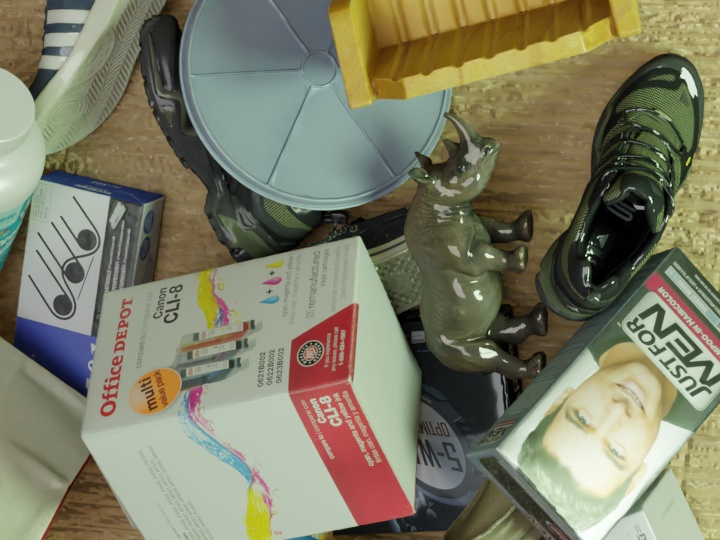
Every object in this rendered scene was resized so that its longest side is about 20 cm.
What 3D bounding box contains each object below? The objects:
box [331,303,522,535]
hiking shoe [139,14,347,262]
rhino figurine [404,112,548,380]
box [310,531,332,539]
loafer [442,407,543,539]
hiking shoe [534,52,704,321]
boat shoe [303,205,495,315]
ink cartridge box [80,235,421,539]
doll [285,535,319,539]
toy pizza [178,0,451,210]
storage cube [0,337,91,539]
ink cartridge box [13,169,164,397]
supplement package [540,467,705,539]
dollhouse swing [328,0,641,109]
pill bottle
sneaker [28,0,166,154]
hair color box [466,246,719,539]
[{"bbox_3d":[0.023,0.113,1.741,0.199,0.044,0.161,-4,100,19],"label":"box"},{"bbox_3d":[-0.088,-0.106,1.714,0.100,0.076,0.201,-27,101,3],"label":"hiking shoe"},{"bbox_3d":[0.075,-0.015,1.626,0.087,0.060,0.201,-4,114,16],"label":"rhino figurine"},{"bbox_3d":[-0.082,0.223,1.760,0.118,0.042,0.201,9,127,12],"label":"box"},{"bbox_3d":[0.121,0.132,1.661,0.067,0.076,0.200,47,73,-15],"label":"loafer"},{"bbox_3d":[0.193,-0.058,1.595,0.075,0.101,0.201,25,81,-12],"label":"hiking shoe"},{"bbox_3d":[0.000,0.000,1.699,0.199,0.062,0.075,-19,120,6],"label":"boat shoe"},{"bbox_3d":[-0.074,0.092,1.633,0.199,0.146,0.145,-13,132,15],"label":"ink cartridge box"},{"bbox_3d":[-0.044,0.240,1.707,0.199,0.049,0.137,-24,124,26],"label":"doll"},{"bbox_3d":[-0.032,-0.140,1.670,0.199,0.032,0.201,2,80,-14],"label":"toy pizza"},{"bbox_3d":[-0.318,0.162,1.750,0.200,0.171,0.180,35,130,-6],"label":"storage cube"},{"bbox_3d":[-0.213,0.032,1.798,0.094,0.044,0.201,13,105,16],"label":"ink cartridge box"},{"bbox_3d":[0.149,0.240,1.690,0.199,0.114,0.110,-25,92,22],"label":"supplement package"},{"bbox_3d":[0.071,-0.232,1.581,0.199,0.182,0.177,-13,105,8],"label":"dollhouse swing"},{"bbox_3d":[-0.298,-0.065,1.729,0.111,0.111,0.200,40,141,6],"label":"pill bottle"},{"bbox_3d":[-0.212,-0.179,1.748,0.085,0.075,0.200,49,118,26],"label":"sneaker"},{"bbox_3d":[0.178,0.090,1.612,0.099,0.061,0.200,46,71,-7],"label":"hair color box"}]
